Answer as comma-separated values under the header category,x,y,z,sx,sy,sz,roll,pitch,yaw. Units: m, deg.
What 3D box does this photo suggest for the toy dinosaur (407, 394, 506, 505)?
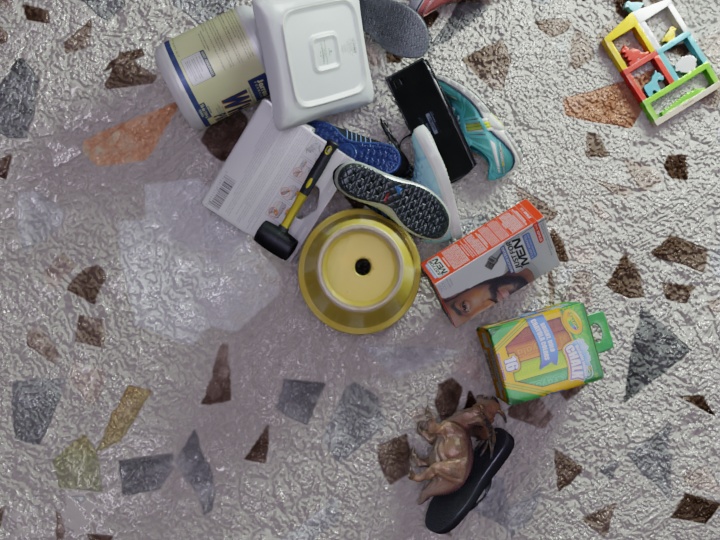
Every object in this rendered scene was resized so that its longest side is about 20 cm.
category,x,y,z,sx,sy,sz,roll,pitch,yaw
toy dinosaur,0.151,0.289,1.420,0.135,0.086,0.201,16,88,1

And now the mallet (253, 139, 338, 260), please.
category,x,y,z,sx,sy,sz,roll,pitch,yaw
mallet,-0.101,-0.118,1.397,0.066,0.041,0.201,25,97,4

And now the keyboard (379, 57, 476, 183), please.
category,x,y,z,sx,sy,sz,roll,pitch,yaw
keyboard,0.095,-0.227,1.453,0.127,0.021,0.201,-24,93,18

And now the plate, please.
category,x,y,z,sx,sy,sz,roll,pitch,yaw
plate,-0.061,-0.334,1.378,0.199,0.032,0.201,-24,112,-35

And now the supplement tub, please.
category,x,y,z,sx,sy,sz,roll,pitch,yaw
supplement tub,-0.206,-0.326,1.411,0.199,0.145,0.146,-26,88,-1

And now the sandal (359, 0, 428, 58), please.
category,x,y,z,sx,sy,sz,roll,pitch,yaw
sandal,0.028,-0.411,1.457,0.199,0.043,0.076,31,109,11

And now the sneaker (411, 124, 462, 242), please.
category,x,y,z,sx,sy,sz,roll,pitch,yaw
sneaker,0.101,-0.127,1.414,0.081,0.074,0.201,-18,115,3

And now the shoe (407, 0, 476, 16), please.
category,x,y,z,sx,sy,sz,roll,pitch,yaw
shoe,0.173,-0.465,1.456,0.091,0.071,0.200,45,84,7

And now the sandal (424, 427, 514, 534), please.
category,x,y,z,sx,sy,sz,roll,pitch,yaw
sandal,0.182,0.344,1.431,0.043,0.076,0.200,41,89,-26

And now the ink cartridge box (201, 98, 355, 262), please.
category,x,y,z,sx,sy,sz,roll,pitch,yaw
ink cartridge box,-0.130,-0.143,1.433,0.176,0.045,0.201,34,102,0

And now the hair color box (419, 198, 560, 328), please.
category,x,y,z,sx,sy,sz,roll,pitch,yaw
hair color box,0.207,-0.010,1.419,0.199,0.064,0.111,-31,130,-1

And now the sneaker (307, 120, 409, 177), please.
category,x,y,z,sx,sy,sz,roll,pitch,yaw
sneaker,-0.014,-0.188,1.452,0.199,0.078,0.071,21,91,22

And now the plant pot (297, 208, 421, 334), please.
category,x,y,z,sx,sy,sz,roll,pitch,yaw
plant pot,0.000,0.000,1.380,0.199,0.189,0.202,0,88,-2

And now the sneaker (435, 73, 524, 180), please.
category,x,y,z,sx,sy,sz,roll,pitch,yaw
sneaker,0.179,-0.234,1.450,0.080,0.078,0.200,-40,89,7

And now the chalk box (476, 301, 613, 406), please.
category,x,y,z,sx,sy,sz,roll,pitch,yaw
chalk box,0.301,0.121,1.411,0.199,0.124,0.126,-17,89,-1

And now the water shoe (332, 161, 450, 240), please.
category,x,y,z,sx,sy,sz,roll,pitch,yaw
water shoe,0.050,-0.115,1.381,0.199,0.079,0.072,29,94,-15

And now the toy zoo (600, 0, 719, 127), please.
category,x,y,z,sx,sy,sz,roll,pitch,yaw
toy zoo,0.489,-0.355,1.481,0.131,0.020,0.201,-32,88,-1
